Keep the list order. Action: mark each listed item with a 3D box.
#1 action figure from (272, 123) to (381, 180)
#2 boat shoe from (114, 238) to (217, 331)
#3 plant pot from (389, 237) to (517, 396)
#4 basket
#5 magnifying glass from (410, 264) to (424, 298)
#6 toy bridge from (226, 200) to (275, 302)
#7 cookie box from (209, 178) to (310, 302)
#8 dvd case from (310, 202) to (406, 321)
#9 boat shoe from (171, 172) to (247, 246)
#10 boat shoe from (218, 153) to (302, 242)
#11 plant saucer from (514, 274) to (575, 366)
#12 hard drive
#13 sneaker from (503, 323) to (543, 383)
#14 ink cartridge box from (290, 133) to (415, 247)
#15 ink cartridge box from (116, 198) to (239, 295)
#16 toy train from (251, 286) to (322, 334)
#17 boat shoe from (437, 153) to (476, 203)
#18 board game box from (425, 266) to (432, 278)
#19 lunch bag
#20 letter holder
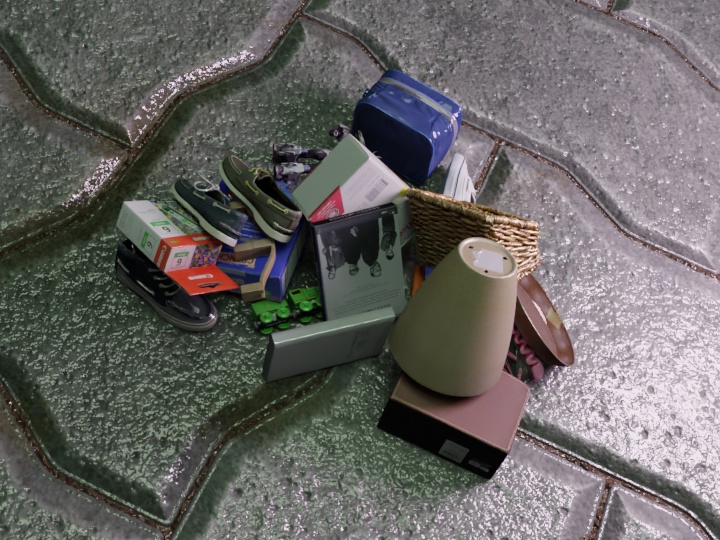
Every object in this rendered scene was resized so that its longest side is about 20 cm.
[{"bbox_3d":[-0.059,-0.198,1.871,0.199,0.069,0.131,-3,70,-7],"label":"action figure"},{"bbox_3d":[-0.317,0.018,1.662,0.200,0.093,0.075,31,56,9],"label":"boat shoe"},{"bbox_3d":[0.162,0.056,1.561,0.187,0.200,0.188,12,38,-10],"label":"plant pot"},{"bbox_3d":[0.194,-0.076,1.684,0.143,0.149,0.200,-31,34,-30],"label":"basket"},{"bbox_3d":[0.093,0.067,1.736,0.022,0.080,0.200,12,45,-5],"label":"magnifying glass"},{"bbox_3d":[-0.171,-0.034,1.651,0.067,0.027,0.200,-11,53,-7],"label":"toy bridge"},{"bbox_3d":[-0.183,-0.059,1.735,0.171,0.075,0.200,12,54,11],"label":"cookie box"},{"bbox_3d":[0.000,0.000,1.694,0.150,0.201,0.025,-16,25,-21],"label":"dvd case"},{"bbox_3d":[-0.244,-0.108,1.658,0.062,0.075,0.200,-55,39,5],"label":"boat shoe"},{"bbox_3d":[-0.163,-0.131,1.686,0.072,0.060,0.202,6,37,-51],"label":"boat shoe"},{"bbox_3d":[0.294,0.079,1.726,0.034,0.200,0.201,-31,59,20],"label":"plant saucer"},{"bbox_3d":[-0.052,0.118,1.628,0.199,0.132,0.026,-12,61,-19],"label":"hard drive"},{"bbox_3d":[0.217,0.117,1.705,0.095,0.079,0.200,-34,88,-12],"label":"sneaker"},{"bbox_3d":[0.004,-0.111,1.723,0.145,0.200,0.083,-45,46,8],"label":"ink cartridge box"},{"bbox_3d":[-0.282,-0.041,1.617,0.200,0.050,0.109,39,29,30],"label":"ink cartridge box"},{"bbox_3d":[-0.090,0.055,1.721,0.199,0.042,0.056,-16,51,-21],"label":"toy train"},{"bbox_3d":[0.177,-0.134,1.876,0.067,0.074,0.200,22,48,-3],"label":"boat shoe"},{"bbox_3d":[0.183,0.031,1.796,0.158,0.039,0.201,9,61,-12],"label":"board game box"},{"bbox_3d":[0.082,-0.278,1.917,0.200,0.136,0.132,32,56,11],"label":"lunch bag"},{"bbox_3d":[0.150,0.213,1.630,0.200,0.101,0.142,24,53,5],"label":"letter holder"}]
